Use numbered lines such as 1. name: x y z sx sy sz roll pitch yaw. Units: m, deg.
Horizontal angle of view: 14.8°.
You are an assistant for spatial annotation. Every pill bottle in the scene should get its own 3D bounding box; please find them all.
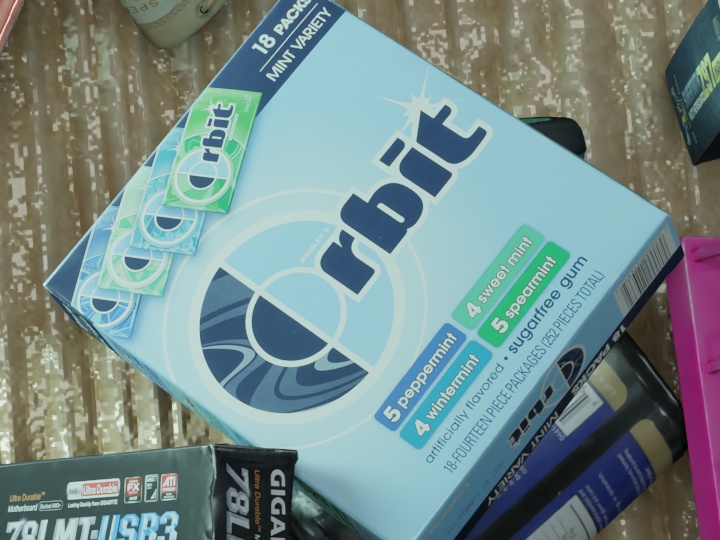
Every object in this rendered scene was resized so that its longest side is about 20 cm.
1. pill bottle: 0.032 0.096 1.153 0.200 0.112 0.112 -41 84 -7

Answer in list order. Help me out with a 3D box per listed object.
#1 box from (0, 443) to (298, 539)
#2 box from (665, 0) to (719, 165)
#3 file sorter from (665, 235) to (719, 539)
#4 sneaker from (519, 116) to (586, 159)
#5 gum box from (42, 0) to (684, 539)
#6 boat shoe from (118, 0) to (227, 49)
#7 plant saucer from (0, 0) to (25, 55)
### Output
1. box: -0.102 0.174 1.103 0.049 0.199 0.200 9 77 -40
2. box: 0.236 -0.105 1.165 0.199 0.158 0.051 -15 81 -3
3. file sorter: 0.225 0.076 1.124 0.138 0.125 0.202 1 79 -42
4. sneaker: 0.009 -0.003 1.196 0.199 0.074 0.088 -18 92 7
5. gum box: 0.000 0.000 1.116 0.200 0.045 0.170 35 80 26
6. boat shoe: -0.035 -0.179 1.222 0.200 0.071 0.065 -42 120 -15
7. plant saucer: -0.250 -0.109 1.190 0.199 0.037 0.201 26 101 3
